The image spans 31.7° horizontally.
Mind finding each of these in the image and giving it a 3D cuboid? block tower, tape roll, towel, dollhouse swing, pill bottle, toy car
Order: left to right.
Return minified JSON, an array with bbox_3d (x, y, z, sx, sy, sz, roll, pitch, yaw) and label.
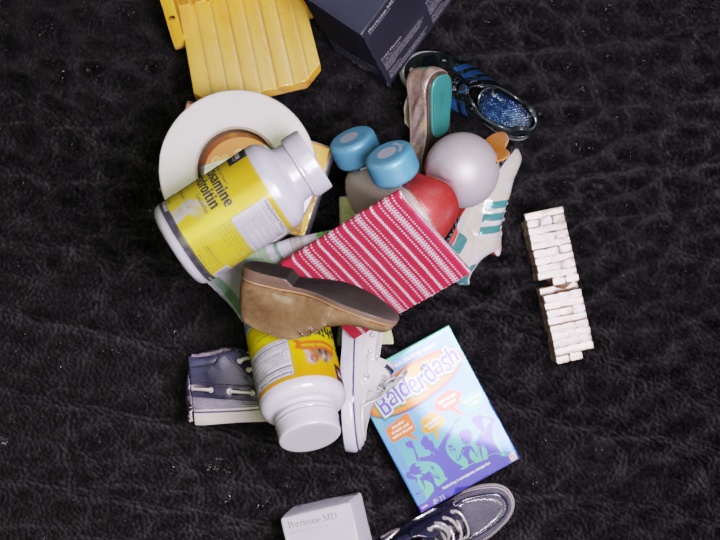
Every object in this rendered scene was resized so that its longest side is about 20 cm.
[{"bbox_3d":[-0.153,-0.125,1.593,0.201,0.037,0.204,0,89,0],"label":"tape roll"},{"bbox_3d":[-0.155,-0.342,1.622,0.199,0.182,0.176,-12,48,-1],"label":"dollhouse swing"},{"bbox_3d":[-0.138,-0.080,1.519,0.199,0.112,0.112,-33,89,0],"label":"pill bottle"},{"bbox_3d":[-0.088,0.008,1.616,0.199,0.149,0.031,-13,60,14],"label":"towel"},{"bbox_3d":[-0.081,0.120,1.579,0.109,0.109,0.201,-14,58,-1],"label":"pill bottle"},{"bbox_3d":[0.016,-0.004,1.535,0.199,0.023,0.145,-30,117,32],"label":"towel"},{"bbox_3d":[0.098,-0.117,1.594,0.199,0.177,0.185,-34,120,-17],"label":"toy car"},{"bbox_3d":[0.261,0.019,1.682,0.054,0.058,0.201,-12,90,-1],"label":"block tower"}]

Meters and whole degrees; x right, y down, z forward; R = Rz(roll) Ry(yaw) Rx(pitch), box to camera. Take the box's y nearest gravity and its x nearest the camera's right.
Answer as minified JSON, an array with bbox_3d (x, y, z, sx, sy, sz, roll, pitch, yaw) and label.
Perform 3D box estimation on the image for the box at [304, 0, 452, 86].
[{"bbox_3d":[0.039,-0.370,1.616,0.104,0.182,0.200,36,86,16],"label":"box"}]

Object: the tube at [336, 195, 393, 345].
[{"bbox_3d":[0.000,0.000,1.687,0.052,0.058,0.202,-7,94,-43],"label":"tube"}]

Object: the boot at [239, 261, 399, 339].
[{"bbox_3d":[-0.052,0.050,1.521,0.199,0.074,0.076,15,105,12],"label":"boot"}]

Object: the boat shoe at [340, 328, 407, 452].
[{"bbox_3d":[0.018,0.133,1.629,0.085,0.075,0.203,1,69,3],"label":"boat shoe"}]

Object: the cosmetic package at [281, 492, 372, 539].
[{"bbox_3d":[-0.029,0.402,1.651,0.101,0.074,0.201,-15,89,13],"label":"cosmetic package"}]

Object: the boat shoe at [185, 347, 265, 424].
[{"bbox_3d":[-0.135,0.146,1.656,0.199,0.075,0.093,-5,96,0],"label":"boat shoe"}]

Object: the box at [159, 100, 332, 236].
[{"bbox_3d":[-0.146,-0.129,1.660,0.199,0.097,0.125,17,89,0],"label":"box"}]

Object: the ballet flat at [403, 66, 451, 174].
[{"bbox_3d":[0.086,-0.175,1.674,0.067,0.068,0.201,23,121,40],"label":"ballet flat"}]

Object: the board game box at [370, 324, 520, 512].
[{"bbox_3d":[0.098,0.195,1.680,0.151,0.045,0.201,-29,87,-1],"label":"board game box"}]

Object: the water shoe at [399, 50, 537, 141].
[{"bbox_3d":[0.147,-0.240,1.675,0.199,0.079,0.072,25,88,1],"label":"water shoe"}]

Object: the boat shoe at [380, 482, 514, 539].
[{"bbox_3d":[0.114,0.344,1.652,0.199,0.093,0.075,-28,89,-1],"label":"boat shoe"}]

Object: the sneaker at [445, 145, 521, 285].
[{"bbox_3d":[0.161,-0.071,1.684,0.093,0.070,0.200,42,76,-32],"label":"sneaker"}]
